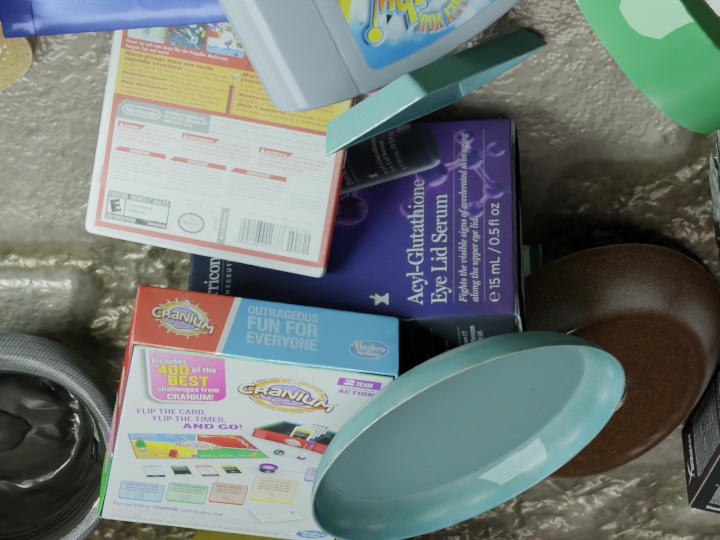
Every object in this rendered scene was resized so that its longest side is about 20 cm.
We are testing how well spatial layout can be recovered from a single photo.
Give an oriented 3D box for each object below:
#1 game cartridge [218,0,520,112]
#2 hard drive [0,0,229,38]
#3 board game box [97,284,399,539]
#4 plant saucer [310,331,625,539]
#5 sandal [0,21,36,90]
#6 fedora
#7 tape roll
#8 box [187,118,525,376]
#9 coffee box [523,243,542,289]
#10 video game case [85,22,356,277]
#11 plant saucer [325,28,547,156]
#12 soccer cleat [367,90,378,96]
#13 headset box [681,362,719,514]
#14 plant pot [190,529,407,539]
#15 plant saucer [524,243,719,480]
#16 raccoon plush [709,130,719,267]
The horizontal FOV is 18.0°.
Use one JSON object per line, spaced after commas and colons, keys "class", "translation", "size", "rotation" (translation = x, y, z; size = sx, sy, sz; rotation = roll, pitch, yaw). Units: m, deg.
{"class": "game cartridge", "translation": [0.019, -0.176, 1.217], "size": [0.199, 0.040, 0.134], "rotation": [-33, 120, -8]}
{"class": "hard drive", "translation": [-0.105, -0.201, 1.244], "size": [0.198, 0.025, 0.133], "rotation": [-4, 105, 6]}
{"class": "board game box", "translation": [-0.069, 0.089, 1.335], "size": [0.151, 0.041, 0.201], "rotation": [8, 144, -9]}
{"class": "plant saucer", "translation": [0.059, 0.093, 1.315], "size": [0.199, 0.028, 0.201], "rotation": [-21, 152, -11]}
{"class": "sandal", "translation": [-0.284, -0.085, 1.364], "size": [0.211, 0.070, 0.078], "rotation": [-29, 126, 26]}
{"class": "fedora", "translation": [-0.256, 0.114, 1.512], "size": [0.198, 0.090, 0.179], "rotation": [-7, 110, -15]}
{"class": "tape roll", "translation": [0.155, -0.171, 1.177], "size": [0.048, 0.201, 0.200], "rotation": [-29, 126, 27]}
{"class": "box", "translation": [0.000, 0.000, 1.369], "size": [0.198, 0.149, 0.105], "rotation": [-3, 145, 4]}
{"class": "coffee box", "translation": [0.021, 0.039, 1.485], "size": [0.198, 0.044, 0.124], "rotation": [-2, 133, 4]}
{"class": "video game case", "translation": [-0.072, -0.107, 1.286], "size": [0.142, 0.017, 0.202], "rotation": [11, 101, 5]}
{"class": "plant saucer", "translation": [0.043, -0.104, 1.271], "size": [0.070, 0.200, 0.019], "rotation": [-30, 89, 27]}
{"class": "soccer cleat", "translation": [-0.016, -0.137, 1.312], "size": [0.199, 0.067, 0.077], "rotation": [-25, 123, 27]}
{"class": "headset box", "translation": [0.316, 0.081, 1.490], "size": [0.147, 0.078, 0.201], "rotation": [12, 132, -9]}
{"class": "plant pot", "translation": [-0.035, 0.268, 1.594], "size": [0.193, 0.201, 0.195], "rotation": [-5, 133, 8]}
{"class": "plant saucer", "translation": [0.151, 0.071, 1.473], "size": [0.198, 0.037, 0.202], "rotation": [-12, 134, -12]}
{"class": "raccoon plush", "translation": [0.278, -0.037, 1.332], "size": [0.133, 0.098, 0.200], "rotation": [-7, 170, 5]}
